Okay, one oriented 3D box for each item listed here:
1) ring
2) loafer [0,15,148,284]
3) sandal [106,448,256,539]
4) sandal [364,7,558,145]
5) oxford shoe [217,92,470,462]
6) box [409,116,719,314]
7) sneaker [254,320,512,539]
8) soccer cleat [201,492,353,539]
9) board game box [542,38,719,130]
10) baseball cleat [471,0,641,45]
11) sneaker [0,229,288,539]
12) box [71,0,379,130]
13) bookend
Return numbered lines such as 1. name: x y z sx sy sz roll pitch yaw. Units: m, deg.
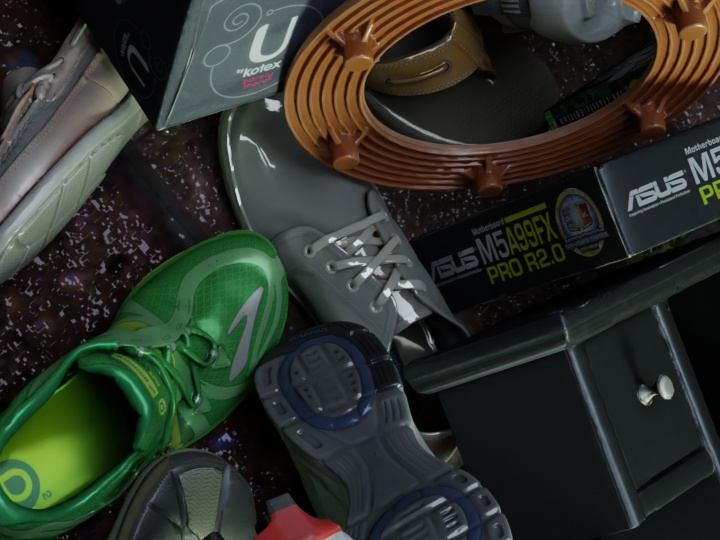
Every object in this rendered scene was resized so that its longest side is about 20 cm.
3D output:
1. ring: 0.066 -0.081 0.827 0.199 0.200 0.019 6 62 -28
2. loafer: -0.127 -0.074 0.840 0.063 0.072 0.200 36 56 1
3. sandal: -0.107 0.167 0.791 0.080 0.057 0.202 34 79 -38
4. sandal: 0.018 -0.119 0.931 0.199 0.054 0.081 32 65 -20
5. oxford shoe: 0.000 0.000 0.894 0.075 0.058 0.201 -28 91 -28
6. box: 0.146 -0.041 0.926 0.199 0.160 0.045 -21 91 -31
7. sneaker: 0.019 0.112 0.815 0.074 0.087 0.201 -22 48 -4
8. soccer cleat: -0.080 0.163 0.716 0.199 0.069 0.085 -29 75 -15
9. board game box: 0.181 -0.120 0.963 0.200 0.104 0.024 -34 96 -49
10. baseball cleat: 0.136 -0.166 0.960 0.199 0.106 0.070 -22 115 -39
11. sneaker: -0.094 0.055 0.811 0.200 0.083 0.074 -43 100 -30
12. box: -0.076 -0.178 0.821 0.122 0.106 0.201 -20 63 -30
13. bookend: 0.141 0.100 0.893 0.199 0.092 0.200 -19 88 -51
